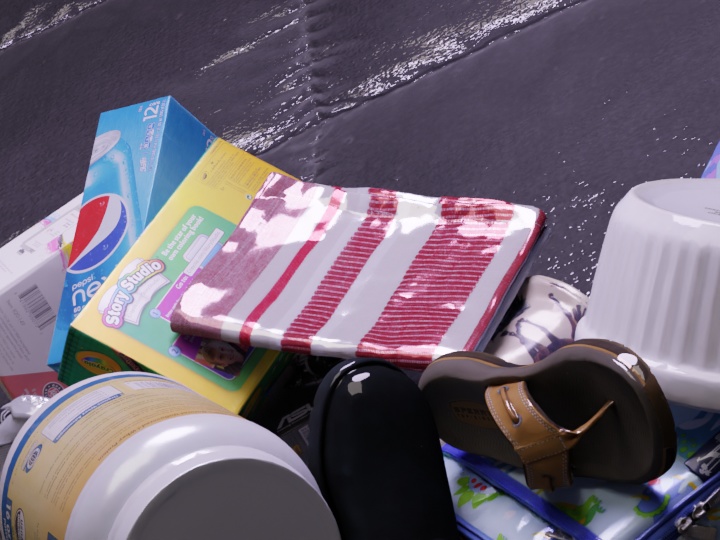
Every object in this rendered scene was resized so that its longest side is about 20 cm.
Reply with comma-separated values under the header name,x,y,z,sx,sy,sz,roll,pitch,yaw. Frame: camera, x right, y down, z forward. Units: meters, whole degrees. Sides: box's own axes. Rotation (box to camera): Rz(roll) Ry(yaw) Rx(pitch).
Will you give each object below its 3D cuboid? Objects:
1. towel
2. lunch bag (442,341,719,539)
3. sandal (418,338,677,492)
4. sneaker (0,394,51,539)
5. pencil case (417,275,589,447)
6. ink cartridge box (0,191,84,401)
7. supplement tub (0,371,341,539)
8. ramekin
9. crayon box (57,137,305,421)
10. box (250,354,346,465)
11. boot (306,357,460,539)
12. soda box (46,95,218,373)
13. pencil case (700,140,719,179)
name,x,y,z,sx,sy,sz,roll,pitch,yaw
towel,0.000,0.000,1.464,0.200,0.023,0.144,8,44,26
lunch bag,0.130,0.122,1.303,0.161,0.083,0.200,-39,28,-10
sandal,0.087,0.078,1.238,0.055,0.082,0.200,-36,22,-31
sneaker,-0.220,0.171,1.494,0.115,0.075,0.200,-80,15,-44
pencil case,0.058,0.088,1.426,0.200,0.078,0.089,-39,26,-17
ink cartridge box,-0.186,0.012,1.741,0.200,0.117,0.067,-34,28,-11
supplement tub,-0.103,0.139,1.287,0.145,0.145,0.200,-37,20,-14
ramekin,0.217,0.010,1.286,0.202,0.095,0.202,3,13,-1
crayon box,-0.091,0.017,1.534,0.119,0.058,0.200,28,49,7
box,-0.092,0.109,1.566,0.200,0.048,0.158,-29,28,1
boot,0.042,0.148,1.235,0.073,0.199,0.162,-8,7,-26
soda box,-0.150,-0.014,1.625,0.064,0.068,0.200,-12,55,31
pencil case,0.267,-0.073,1.493,0.087,0.078,0.200,-7,36,41
